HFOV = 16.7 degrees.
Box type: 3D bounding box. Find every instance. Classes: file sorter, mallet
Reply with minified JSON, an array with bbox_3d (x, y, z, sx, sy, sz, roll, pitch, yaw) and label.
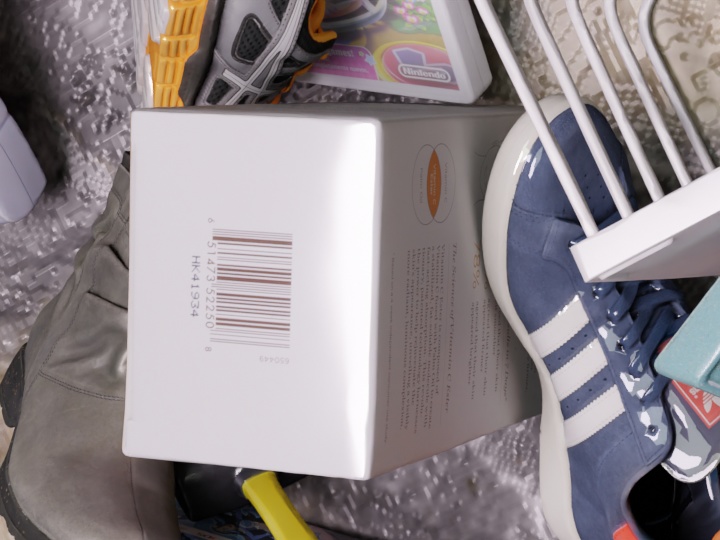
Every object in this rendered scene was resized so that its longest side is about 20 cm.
[{"bbox_3d":[0.144,-0.082,0.859,0.139,0.200,0.125,-28,79,22],"label":"file sorter"},{"bbox_3d":[-0.014,0.105,0.958,0.200,0.066,0.041,38,151,54],"label":"mallet"}]

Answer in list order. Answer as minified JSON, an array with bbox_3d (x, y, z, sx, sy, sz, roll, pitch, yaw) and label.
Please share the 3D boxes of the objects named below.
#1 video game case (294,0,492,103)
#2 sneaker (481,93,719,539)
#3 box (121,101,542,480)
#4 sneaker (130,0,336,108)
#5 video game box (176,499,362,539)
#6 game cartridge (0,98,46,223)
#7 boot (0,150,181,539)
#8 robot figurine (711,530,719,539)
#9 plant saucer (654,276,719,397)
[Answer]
[{"bbox_3d":[-0.036,-0.156,0.942,0.143,0.018,0.200,11,136,36],"label":"video game case"},{"bbox_3d":[0.105,0.029,0.911,0.084,0.075,0.200,19,135,45],"label":"sneaker"},{"bbox_3d":[0.000,0.000,0.920,0.097,0.200,0.125,4,95,23],"label":"box"},{"bbox_3d":[-0.048,-0.091,0.948,0.077,0.200,0.078,-5,74,-11],"label":"sneaker"},{"bbox_3d":[-0.042,0.152,0.949,0.182,0.200,0.047,16,109,21],"label":"video game box"},{"bbox_3d":[-0.226,-0.089,1.018,0.133,0.041,0.200,-10,131,41],"label":"game cartridge"},{"bbox_3d":[-0.094,0.033,0.981,0.068,0.200,0.131,19,110,-23],"label":"boot"},{"bbox_3d":[0.147,0.194,0.908,0.117,0.144,0.201,34,130,47],"label":"robot figurine"},{"bbox_3d":[0.195,0.040,0.860,0.070,0.200,0.019,-55,37,20],"label":"plant saucer"}]
